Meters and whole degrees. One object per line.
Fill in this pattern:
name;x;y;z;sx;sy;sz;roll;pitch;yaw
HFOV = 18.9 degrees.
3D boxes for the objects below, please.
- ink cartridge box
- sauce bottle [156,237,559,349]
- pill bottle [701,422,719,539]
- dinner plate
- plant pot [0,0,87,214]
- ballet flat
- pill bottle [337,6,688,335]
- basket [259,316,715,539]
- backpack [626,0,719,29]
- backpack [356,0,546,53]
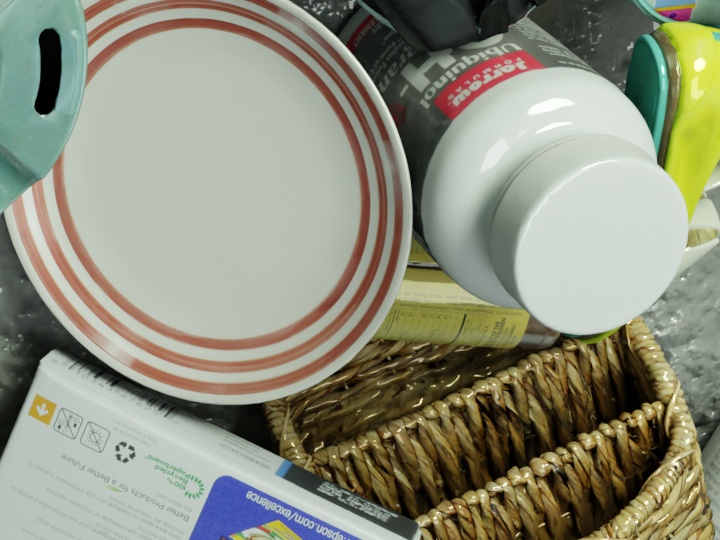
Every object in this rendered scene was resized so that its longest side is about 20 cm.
ink cartridge box;-0.098;0.169;1.034;0.197;0.047;0.201;25;107;2
sauce bottle;0.000;0.000;1.046;0.199;0.065;0.065;6;114;-13
pill bottle;0.240;0.125;1.192;0.114;0.114;0.200;20;107;-31
dinner plate;-0.069;-0.037;0.969;0.199;0.024;0.201;7;112;19
plant pot;-0.199;-0.111;0.828;0.199;0.196;0.201;-10;119;-18
ballet flat;0.145;-0.036;1.019;0.067;0.067;0.200;-6;140;-18
pill bottle;0.065;-0.051;0.970;0.110;0.200;0.111;-10;119;-19
basket;0.069;0.101;1.088;0.199;0.143;0.149;-22;124;-11
backpack;0.193;-0.188;0.986;0.199;0.153;0.176;-1;120;-13
backpack;0.023;-0.197;0.914;0.166;0.127;0.200;-24;122;20
